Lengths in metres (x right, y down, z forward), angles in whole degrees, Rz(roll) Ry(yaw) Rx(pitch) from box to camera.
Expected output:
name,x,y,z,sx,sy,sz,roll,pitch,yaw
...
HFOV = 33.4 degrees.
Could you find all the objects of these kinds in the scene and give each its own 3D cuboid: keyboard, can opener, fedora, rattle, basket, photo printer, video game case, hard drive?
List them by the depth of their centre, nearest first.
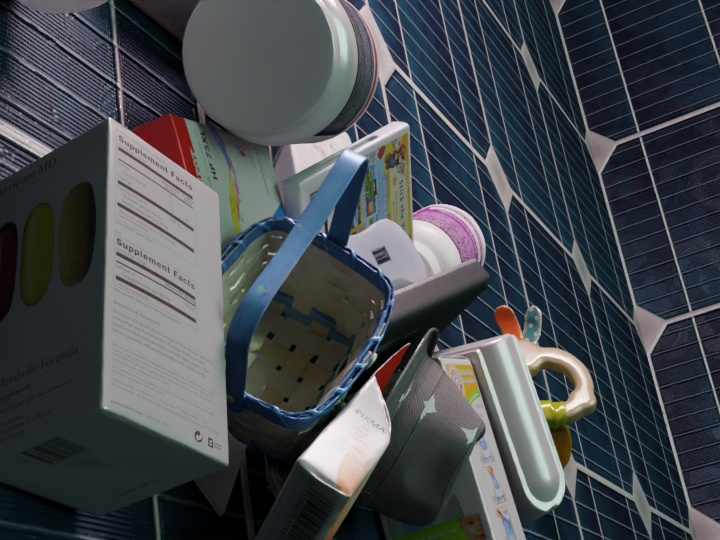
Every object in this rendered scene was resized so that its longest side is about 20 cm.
name,x,y,z,sx,sy,sz,roll,pitch,yaw
basket,-0.051,0.027,0.871,0.177,0.138,0.201,-56,165,-33
keyboard,-0.102,0.110,0.973,0.201,0.011,0.057,-75,145,-56
can opener,-0.034,0.153,1.037,0.200,0.066,0.053,-16,87,-74
fedora,0.053,0.156,1.059,0.090,0.201,0.177,30,46,6
hard drive,0.023,0.061,1.073,0.033,0.140,0.199,51,34,14
video game case,-0.005,-0.018,1.126,0.182,0.023,0.202,-34,128,-48
photo printer,0.137,0.179,1.307,0.069,0.166,0.202,-18,88,-31
rattle,0.250,0.164,1.710,0.200,0.130,0.143,53,-6,41

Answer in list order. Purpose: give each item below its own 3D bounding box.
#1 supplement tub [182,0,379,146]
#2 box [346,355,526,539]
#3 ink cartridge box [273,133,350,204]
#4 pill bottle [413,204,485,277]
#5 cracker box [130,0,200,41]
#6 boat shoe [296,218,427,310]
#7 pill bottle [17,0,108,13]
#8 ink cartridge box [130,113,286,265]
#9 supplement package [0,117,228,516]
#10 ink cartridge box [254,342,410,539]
name,x,y,z,sx,sy,sz,roll,pitch,yaw
supplement tub,-0.063,-0.177,1.013,0.200,0.139,0.142,-37,107,-79
box,0.075,0.197,1.193,0.101,0.112,0.202,12,61,-67
ink cartridge box,-0.046,-0.074,1.210,0.162,0.050,0.202,32,38,-58
pill bottle,0.070,-0.008,1.362,0.113,0.111,0.200,69,20,-4
cracker box,-0.159,-0.284,1.107,0.200,0.057,0.135,33,43,-59
boat shoe,0.000,0.000,1.060,0.074,0.065,0.200,65,21,10
pill bottle,-0.228,-0.295,0.869,0.112,0.111,0.202,23,51,-63
ink cartridge box,-0.132,-0.051,0.954,0.200,0.067,0.117,6,65,-67
supplement package,-0.160,0.030,0.744,0.109,0.113,0.202,36,38,-47
ink cartridge box,-0.017,0.163,0.903,0.050,0.163,0.200,35,31,11
